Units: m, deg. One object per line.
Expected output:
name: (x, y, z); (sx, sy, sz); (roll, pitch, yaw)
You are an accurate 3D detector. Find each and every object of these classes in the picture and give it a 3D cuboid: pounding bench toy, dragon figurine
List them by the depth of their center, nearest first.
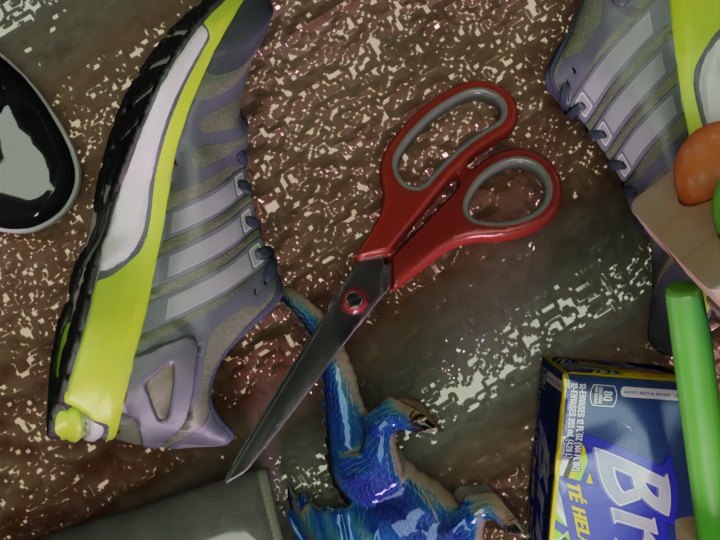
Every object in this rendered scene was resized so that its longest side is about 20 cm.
pounding bench toy: (0.167, 0.021, 0.756); (0.200, 0.124, 0.156); (-38, 107, 4)
dragon figurine: (0.002, 0.105, 0.855); (0.099, 0.059, 0.200); (-41, 94, 1)

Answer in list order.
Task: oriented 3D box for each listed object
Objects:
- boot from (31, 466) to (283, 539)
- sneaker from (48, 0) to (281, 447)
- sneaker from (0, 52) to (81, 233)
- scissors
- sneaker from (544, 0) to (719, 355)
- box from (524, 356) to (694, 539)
boot: (-0.132, 0.119, 0.849); (0.199, 0.073, 0.183); (-16, 107, 7)
sneaker: (-0.068, -0.019, 0.840); (0.081, 0.074, 0.201); (17, 90, -17)
sneaker: (-0.202, -0.085, 0.816); (0.200, 0.112, 0.073); (42, 93, -3)
scissors: (0.000, 0.000, 0.847); (0.200, 0.014, 0.073); (-40, 80, -11)
sneaker: (0.119, -0.065, 0.851); (0.080, 0.074, 0.201); (-3, 91, 14)
box: (0.102, 0.140, 0.853); (0.064, 0.070, 0.201); (4, 93, -4)
